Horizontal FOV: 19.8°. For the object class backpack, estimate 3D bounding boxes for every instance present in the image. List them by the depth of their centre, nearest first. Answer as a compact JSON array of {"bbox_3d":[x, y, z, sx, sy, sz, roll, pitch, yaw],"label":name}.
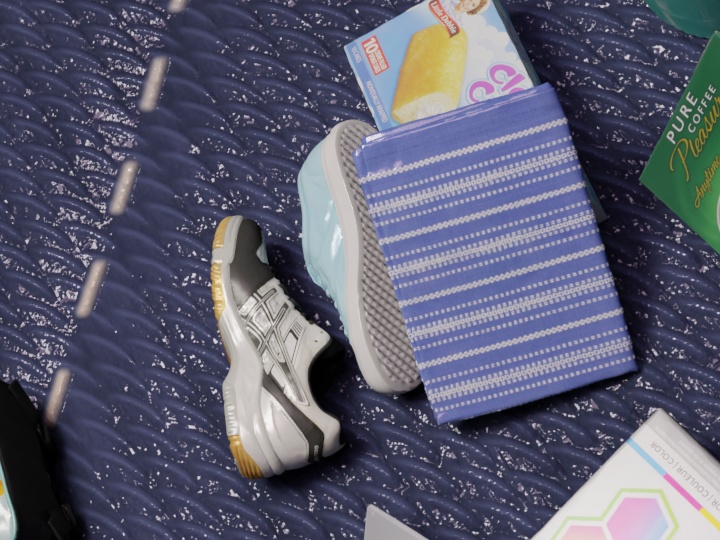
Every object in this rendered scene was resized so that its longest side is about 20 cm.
[{"bbox_3d":[-0.327,0.173,1.465,0.199,0.153,0.177,-31,61,16],"label":"backpack"}]

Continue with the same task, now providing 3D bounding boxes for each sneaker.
[{"bbox_3d":[-0.055,0.050,1.451,0.087,0.076,0.201,-11,63,3],"label":"sneaker"},{"bbox_3d":[0.000,0.000,1.453,0.082,0.074,0.201,-37,55,49],"label":"sneaker"}]

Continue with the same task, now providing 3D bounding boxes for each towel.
[{"bbox_3d":[0.088,-0.011,1.367,0.144,0.024,0.201,-16,91,9],"label":"towel"}]

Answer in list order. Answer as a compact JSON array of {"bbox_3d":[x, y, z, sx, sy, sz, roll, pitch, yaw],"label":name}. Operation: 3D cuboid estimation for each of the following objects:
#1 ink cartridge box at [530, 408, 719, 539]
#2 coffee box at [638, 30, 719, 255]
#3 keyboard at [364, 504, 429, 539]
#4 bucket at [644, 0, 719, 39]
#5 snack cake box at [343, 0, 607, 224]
[{"bbox_3d":[0.157,0.195,1.270,0.200,0.059,0.104,-45,56,0],"label":"ink cartridge box"},{"bbox_3d":[0.275,-0.050,1.311,0.200,0.044,0.124,46,127,36],"label":"coffee box"},{"bbox_3d":[0.067,0.213,1.298,0.199,0.011,0.057,28,115,43],"label":"keyboard"},{"bbox_3d":[0.251,-0.267,1.412,0.206,0.135,0.209,-11,62,21],"label":"bucket"},{"bbox_3d":[0.080,-0.098,1.451,0.115,0.067,0.201,-30,57,11],"label":"snack cake box"}]
